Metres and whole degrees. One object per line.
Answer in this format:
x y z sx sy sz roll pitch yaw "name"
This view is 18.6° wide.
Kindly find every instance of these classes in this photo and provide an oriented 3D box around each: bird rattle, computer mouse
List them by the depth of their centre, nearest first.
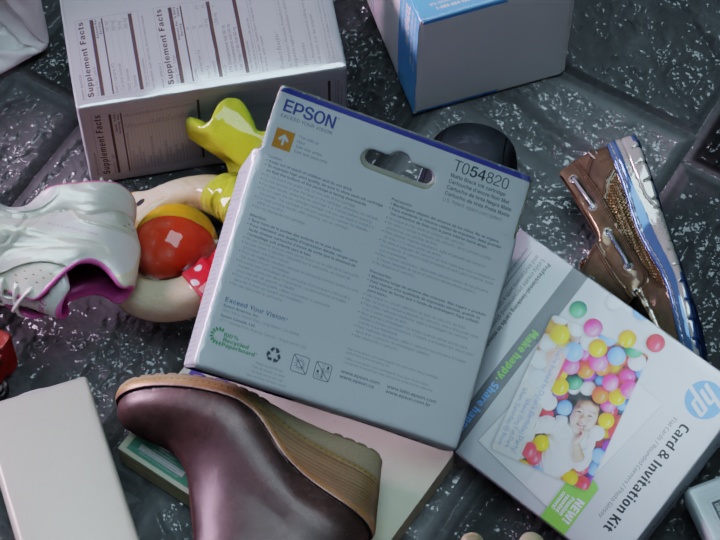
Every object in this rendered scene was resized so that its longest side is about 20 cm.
-0.109 -0.012 1.596 0.163 0.113 0.200 -11 55 19 "bird rattle"
0.096 -0.028 1.626 0.140 0.046 0.200 16 61 10 "computer mouse"

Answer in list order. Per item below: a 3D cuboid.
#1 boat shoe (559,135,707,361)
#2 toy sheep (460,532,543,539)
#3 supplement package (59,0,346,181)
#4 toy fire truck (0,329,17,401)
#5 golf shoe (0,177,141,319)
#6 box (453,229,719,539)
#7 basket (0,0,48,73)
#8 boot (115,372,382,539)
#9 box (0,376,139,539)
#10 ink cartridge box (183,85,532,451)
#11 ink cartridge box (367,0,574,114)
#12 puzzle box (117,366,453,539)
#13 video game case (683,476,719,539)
0.197 0.002 1.603 0.072 0.072 0.200 -19 62 8 "boat shoe"
0.078 0.247 1.420 0.138 0.138 0.200 26 55 14 "toy sheep"
-0.117 -0.153 1.659 0.200 0.114 0.110 -9 62 -6 "supplement package"
-0.324 0.068 1.568 0.141 0.049 0.200 22 63 12 "toy fire truck"
-0.250 -0.006 1.546 0.200 0.075 0.092 -11 66 -9 "golf shoe"
0.145 0.091 1.533 0.200 0.041 0.156 37 88 18 "box"
-0.333 -0.240 1.663 0.136 0.200 0.123 -28 59 -15 "basket"
-0.093 0.165 1.469 0.200 0.072 0.166 18 59 6 "boot"
-0.194 0.179 1.493 0.082 0.068 0.200 -15 61 -9 "box"
0.000 0.000 1.497 0.200 0.041 0.200 20 82 -17 "ink cartridge box"
0.069 -0.249 1.708 0.129 0.125 0.200 -17 62 -9 "ink cartridge box"
-0.052 0.131 1.546 0.200 0.025 0.133 31 65 17 "puzzle box"
0.341 0.209 1.491 0.182 0.023 0.200 -19 69 -11 "video game case"
